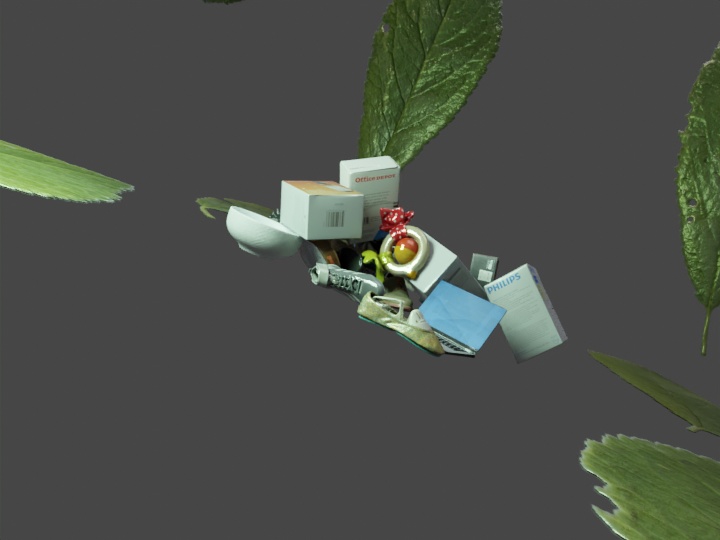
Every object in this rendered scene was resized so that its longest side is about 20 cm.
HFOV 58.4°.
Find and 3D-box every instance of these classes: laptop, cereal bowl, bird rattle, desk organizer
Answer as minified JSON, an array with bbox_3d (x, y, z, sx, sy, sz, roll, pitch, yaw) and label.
[{"bbox_3d":[0.177,0.093,1.374,0.185,0.119,0.198,25,6,38],"label":"laptop"},{"bbox_3d":[-0.239,-0.081,1.571,0.195,0.085,0.200,21,6,-2],"label":"cereal bowl"},{"bbox_3d":[0.099,-0.055,1.587,0.160,0.203,0.114,20,-24,30],"label":"bird rattle"},{"bbox_3d":[0.324,0.065,1.731,0.070,0.207,0.077,10,-2,24],"label":"desk organizer"}]

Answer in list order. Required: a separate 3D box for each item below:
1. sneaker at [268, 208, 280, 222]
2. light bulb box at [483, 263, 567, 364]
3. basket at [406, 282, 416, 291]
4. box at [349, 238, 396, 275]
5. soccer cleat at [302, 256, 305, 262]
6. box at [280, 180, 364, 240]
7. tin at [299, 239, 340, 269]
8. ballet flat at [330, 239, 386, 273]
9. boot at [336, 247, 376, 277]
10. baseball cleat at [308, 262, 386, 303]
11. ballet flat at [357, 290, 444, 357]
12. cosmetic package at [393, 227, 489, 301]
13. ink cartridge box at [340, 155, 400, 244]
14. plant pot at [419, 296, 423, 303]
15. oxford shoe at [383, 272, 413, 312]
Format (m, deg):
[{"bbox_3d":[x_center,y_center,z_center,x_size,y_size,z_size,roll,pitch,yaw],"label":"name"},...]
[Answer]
[{"bbox_3d":[-0.291,-0.162,2.307,0.079,0.078,0.200,40,2,-25],"label":"sneaker"},{"bbox_3d":[0.414,0.107,1.602,0.205,0.123,0.197,67,18,12],"label":"light bulb box"},{"bbox_3d":[0.198,-0.014,2.234,0.197,0.143,0.174,-25,37,-38],"label":"basket"},{"bbox_3d":[0.043,-0.036,1.844,0.158,0.049,0.203,29,-32,39],"label":"box"},{"bbox_3d":[-0.066,-0.040,1.792,0.195,0.075,0.068,15,-20,-24],"label":"soccer cleat"},{"bbox_3d":[-0.099,-0.153,1.592,0.148,0.110,0.199,-4,18,-26],"label":"box"},{"bbox_3d":[-0.111,-0.044,1.626,0.041,0.115,0.199,-23,25,-21],"label":"tin"},{"bbox_3d":[-0.005,-0.051,1.750,0.195,0.069,0.068,18,-21,-20],"label":"ballet flat"},{"bbox_3d":[0.000,0.000,1.693,0.171,0.071,0.198,20,-10,-33],"label":"boot"},{"bbox_3d":[-0.039,0.032,1.443,0.197,0.072,0.105,14,6,43],"label":"baseball cleat"},{"bbox_3d":[0.081,0.096,1.236,0.197,0.072,0.070,25,7,28],"label":"ballet flat"},{"bbox_3d":[0.202,0.026,1.634,0.200,0.123,0.199,46,-1,-36],"label":"cosmetic package"},{"bbox_3d":[0.023,-0.186,1.693,0.142,0.205,0.085,-9,33,-17],"label":"ink cartridge box"},{"bbox_3d":[0.293,0.067,1.975,0.195,0.138,0.200,21,6,-2],"label":"plant pot"},{"bbox_3d":[0.088,0.051,1.628,0.069,0.077,0.200,19,6,-22],"label":"oxford shoe"}]
